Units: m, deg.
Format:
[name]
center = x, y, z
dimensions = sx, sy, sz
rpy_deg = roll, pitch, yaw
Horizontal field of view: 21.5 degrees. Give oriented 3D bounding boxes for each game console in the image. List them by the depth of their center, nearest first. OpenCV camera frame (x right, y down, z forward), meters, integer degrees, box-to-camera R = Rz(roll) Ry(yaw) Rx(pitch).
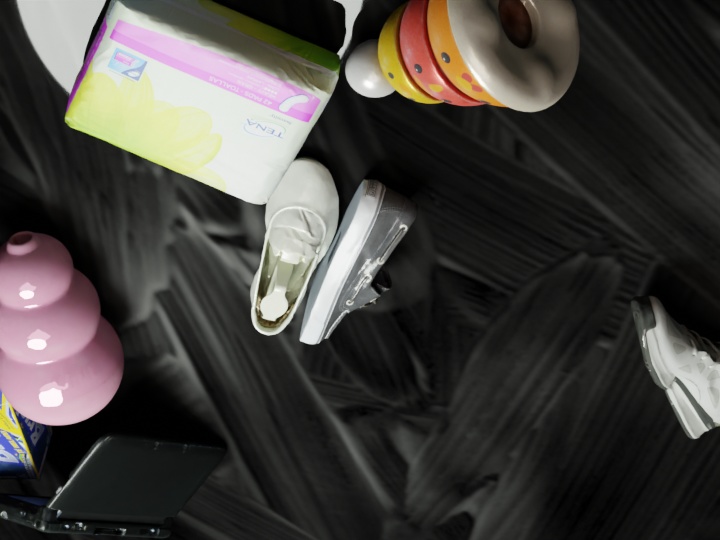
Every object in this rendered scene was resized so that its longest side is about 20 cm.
[game console]
center = -0.272, 0.214, 1.975
dimensions = 0.176, 0.117, 0.200
rpy_deg = 10, 177, 36

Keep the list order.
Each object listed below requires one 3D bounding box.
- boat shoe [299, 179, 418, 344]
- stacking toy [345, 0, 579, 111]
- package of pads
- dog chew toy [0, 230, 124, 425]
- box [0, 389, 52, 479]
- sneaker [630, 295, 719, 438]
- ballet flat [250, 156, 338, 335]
[boat shoe]
center = 0.000, 0.000, 1.759
dimensions = 0.066, 0.070, 0.200
rpy_deg = 19, 127, -8
[stacking toy]
center = 0.066, -0.179, 1.547
dimensions = 0.200, 0.146, 0.146
rpy_deg = -17, 132, 45
[package of pads]
center = -0.138, -0.152, 1.623
dimensions = 0.200, 0.068, 0.155
rpy_deg = 22, 133, -13
[dog chew toy]
center = -0.299, 0.050, 1.816
dimensions = 0.124, 0.125, 0.200
rpy_deg = -2, 126, 10
[box]
center = -0.372, 0.125, 1.930
dimensions = 0.064, 0.070, 0.200
rpy_deg = -2, 134, 10
[sneaker]
center = 0.331, 0.074, 1.788
dimensions = 0.115, 0.076, 0.201
rpy_deg = -21, 136, 15
[ballet flat]
center = -0.064, -0.014, 1.751
dimensions = 0.069, 0.069, 0.200
rpy_deg = 14, 135, -5
